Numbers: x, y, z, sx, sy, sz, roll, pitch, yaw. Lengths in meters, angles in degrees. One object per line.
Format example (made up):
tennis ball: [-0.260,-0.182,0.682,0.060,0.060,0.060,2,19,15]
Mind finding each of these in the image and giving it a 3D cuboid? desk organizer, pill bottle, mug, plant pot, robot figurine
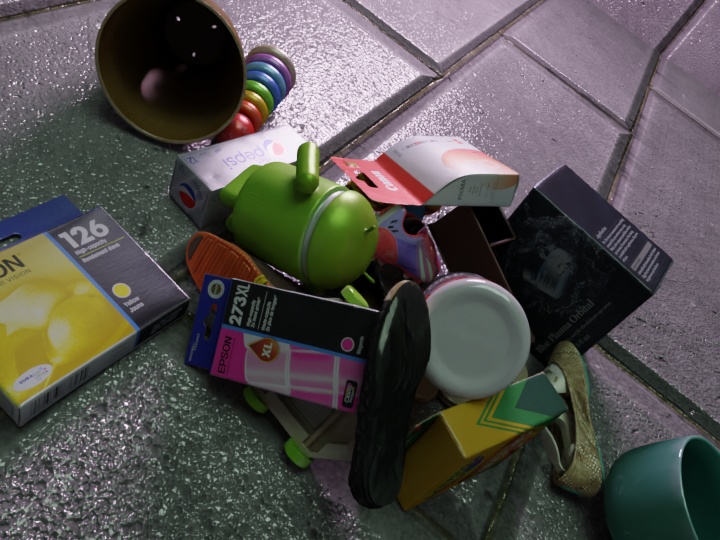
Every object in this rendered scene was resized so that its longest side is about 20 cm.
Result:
desk organizer: [0.174,0.007,0.820,0.071,0.077,0.203,-15,77,-42]
pill bottle: [0.112,0.062,0.685,0.115,0.117,0.200,35,4,2]
mug: [0.350,0.290,0.699,0.151,0.114,0.188,27,53,-28]
plant pot: [-0.239,-0.302,0.849,0.183,0.188,0.201,19,31,-16]
robot figurine: [-0.066,-0.052,0.715,0.198,0.178,0.116,24,48,24]

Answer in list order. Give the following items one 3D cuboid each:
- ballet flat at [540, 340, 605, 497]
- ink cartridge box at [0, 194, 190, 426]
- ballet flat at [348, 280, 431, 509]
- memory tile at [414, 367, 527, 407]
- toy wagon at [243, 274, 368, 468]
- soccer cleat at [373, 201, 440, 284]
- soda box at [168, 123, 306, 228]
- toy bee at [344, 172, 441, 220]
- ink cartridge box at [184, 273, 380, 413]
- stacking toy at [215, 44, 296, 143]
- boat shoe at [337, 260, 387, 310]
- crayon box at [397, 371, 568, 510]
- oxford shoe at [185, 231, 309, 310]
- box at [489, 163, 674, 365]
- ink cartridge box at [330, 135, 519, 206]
ballet flat: [0.253,0.176,0.778,0.064,0.071,0.203,9,52,-14]
ink cartridge box: [-0.302,0.014,0.599,0.200,0.047,0.197,44,43,6]
ballet flat: [0.020,0.106,0.559,0.066,0.056,0.204,20,76,-30]
memory tile: [0.134,0.114,0.807,0.197,0.017,0.155,15,45,-20]
toy wagon: [-0.047,0.088,0.626,0.200,0.155,0.040,47,4,16]
soccer cleat: [0.069,-0.033,0.816,0.199,0.076,0.067,21,34,-56]
soda box: [-0.148,-0.129,0.814,0.068,0.064,0.199,43,42,13]
toy bee: [0.075,-0.110,0.910,0.198,0.110,0.130,25,-6,-35]
ink cartridge box: [-0.081,0.066,0.601,0.196,0.097,0.037,11,-5,17]
stacking toy: [-0.156,-0.243,0.911,0.084,0.086,0.202,24,48,-11]
boat shoe: [0.000,0.000,0.790,0.071,0.068,0.202,7,46,-23]
crayon box: [0.109,0.181,0.648,0.197,0.128,0.051,-10,56,-37]
oxford shoe: [-0.113,0.027,0.706,0.199,0.072,0.073,39,15,9]
box: [0.279,0.001,0.870,0.200,0.198,0.117,45,44,12]
ink cartridge box: [0.078,-0.135,0.801,0.196,0.051,0.163,1,28,-25]
